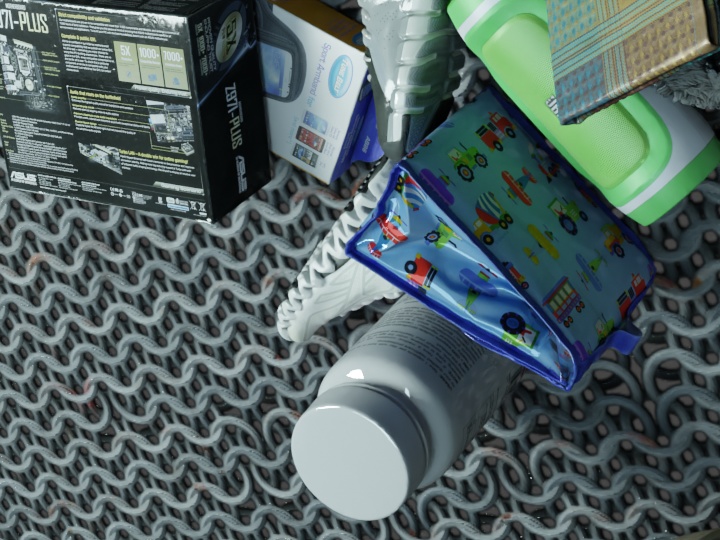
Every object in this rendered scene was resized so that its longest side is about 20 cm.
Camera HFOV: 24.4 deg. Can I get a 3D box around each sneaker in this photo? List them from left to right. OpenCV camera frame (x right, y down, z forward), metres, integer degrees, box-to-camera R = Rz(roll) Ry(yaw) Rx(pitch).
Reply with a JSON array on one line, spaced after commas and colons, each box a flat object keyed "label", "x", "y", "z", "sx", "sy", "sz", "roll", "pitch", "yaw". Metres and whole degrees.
[{"label": "sneaker", "x": 0.000, "y": 0.000, "z": 1.298, "sx": 0.081, "sy": 0.075, "sz": 0.200, "roll": 35, "pitch": 131, "yaw": -4}, {"label": "sneaker", "x": 0.014, "y": -0.184, "z": 1.178, "sx": 0.115, "sy": 0.075, "sz": 0.201, "roll": 18, "pitch": 107, "yaw": 27}]

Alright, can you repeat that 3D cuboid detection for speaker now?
[{"label": "speaker", "x": 0.151, "y": -0.127, "z": 1.122, "sx": 0.200, "sy": 0.088, "sz": 0.088, "roll": 47, "pitch": 130, "yaw": 0}]

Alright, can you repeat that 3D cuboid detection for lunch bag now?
[{"label": "lunch bag", "x": 0.117, "y": -0.014, "z": 1.163, "sx": 0.200, "sy": 0.151, "sz": 0.094, "roll": 38, "pitch": 129, "yaw": 8}]

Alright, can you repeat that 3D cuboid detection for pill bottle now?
[{"label": "pill bottle", "x": 0.038, "y": 0.092, "z": 1.238, "sx": 0.113, "sy": 0.200, "sz": 0.114, "roll": 14, "pitch": 122, "yaw": 24}]

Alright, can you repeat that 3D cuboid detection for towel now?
[{"label": "towel", "x": 0.160, "y": -0.205, "z": 1.024, "sx": 0.147, "sy": 0.022, "sz": 0.201, "roll": -25, "pitch": 65, "yaw": 55}]

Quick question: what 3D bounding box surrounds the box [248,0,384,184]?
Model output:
[{"label": "box", "x": -0.063, "y": -0.154, "z": 1.266, "sx": 0.200, "sy": 0.041, "sz": 0.119, "roll": 31, "pitch": 128, "yaw": 16}]

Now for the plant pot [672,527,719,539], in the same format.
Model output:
[{"label": "plant pot", "x": 0.233, "y": 0.302, "z": 1.263, "sx": 0.173, "sy": 0.200, "sz": 0.200, "roll": -21, "pitch": 104, "yaw": 54}]

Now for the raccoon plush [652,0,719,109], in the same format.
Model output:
[{"label": "raccoon plush", "x": 0.234, "y": -0.165, "z": 1.076, "sx": 0.096, "sy": 0.134, "sz": 0.200, "roll": -10, "pitch": 143, "yaw": 19}]

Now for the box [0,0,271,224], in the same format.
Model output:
[{"label": "box", "x": -0.179, "y": -0.138, "z": 1.266, "sx": 0.199, "sy": 0.086, "sz": 0.164, "roll": 10, "pitch": 121, "yaw": 28}]
